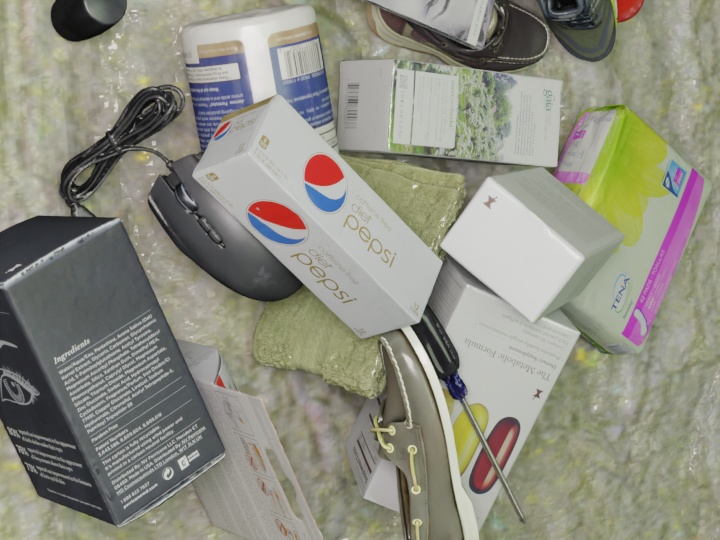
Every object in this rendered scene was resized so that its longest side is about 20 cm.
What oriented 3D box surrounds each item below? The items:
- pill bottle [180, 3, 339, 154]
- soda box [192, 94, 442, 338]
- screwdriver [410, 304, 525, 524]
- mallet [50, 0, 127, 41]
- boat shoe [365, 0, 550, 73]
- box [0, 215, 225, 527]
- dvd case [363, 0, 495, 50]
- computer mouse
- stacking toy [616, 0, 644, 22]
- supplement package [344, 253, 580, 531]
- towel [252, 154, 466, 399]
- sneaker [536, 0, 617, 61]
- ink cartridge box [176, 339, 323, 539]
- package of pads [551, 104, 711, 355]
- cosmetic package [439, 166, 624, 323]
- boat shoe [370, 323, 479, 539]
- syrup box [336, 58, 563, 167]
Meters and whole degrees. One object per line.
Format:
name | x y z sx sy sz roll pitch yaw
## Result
pill bottle | -0.074 -0.105 1.314 0.110 0.111 0.202 -17 105 -33
soda box | -0.029 -0.038 1.236 0.200 0.068 0.064 44 51 -28
screwdriver | 0.088 0.115 1.314 0.028 0.029 0.201 -26 105 6
mallet | -0.195 -0.276 1.247 0.041 0.066 0.203 10 87 -33
boat shoe | 0.098 -0.218 1.458 0.198 0.065 0.073 11 87 -35
box | -0.209 0.069 1.209 0.104 0.147 0.202 -32 111 -29
dvd case | 0.042 -0.288 1.369 0.198 0.016 0.150 18 84 -33
computer mouse | -0.141 -0.030 1.260 0.140 0.046 0.200 -34 109 18
stacking toy | 0.205 -0.310 1.523 0.200 0.085 0.086 45 68 -32
supplement package | 0.082 0.104 1.385 0.113 0.110 0.202 22 102 -15
towel | 0.000 0.000 1.358 0.036 0.147 0.202 39 71 -51
sneaker | 0.185 -0.248 1.478 0.200 0.073 0.082 53 33 -50
ink cartridge box | -0.083 0.141 1.269 0.050 0.199 0.162 -33 111 -29
package of pads | 0.239 -0.041 1.566 0.154 0.068 0.202 34 73 -32
cosmetic package | 0.147 -0.025 1.366 0.072 0.101 0.200 -53 168 16
boat shoe | 0.043 0.139 1.294 0.060 0.072 0.204 -18 111 -7
syrup box | 0.080 -0.137 1.440 0.198 0.081 0.080 2 93 -38
